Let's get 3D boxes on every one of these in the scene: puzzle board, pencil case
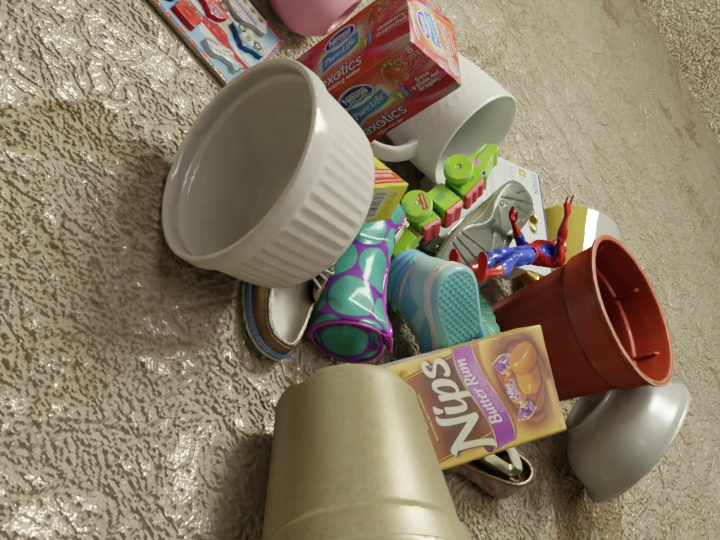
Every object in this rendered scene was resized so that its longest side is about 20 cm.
[{"bbox_3d":[-0.176,-0.307,0.944,0.200,0.017,0.151,48,38,-20],"label":"puzzle board"},{"bbox_3d":[0.000,0.000,0.902,0.085,0.092,0.201,85,11,-50],"label":"pencil case"}]

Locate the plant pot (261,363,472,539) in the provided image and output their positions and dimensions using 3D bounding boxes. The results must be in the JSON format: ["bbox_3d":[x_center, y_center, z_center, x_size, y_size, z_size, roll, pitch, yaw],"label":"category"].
[{"bbox_3d":[-0.003,0.191,0.711,0.200,0.200,0.184,33,33,-35],"label":"plant pot"}]

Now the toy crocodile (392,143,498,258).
[{"bbox_3d":[0.106,-0.084,1.043,0.200,0.068,0.062,-42,67,-18],"label":"toy crocodile"}]

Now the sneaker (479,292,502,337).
[{"bbox_3d":[0.132,0.093,1.039,0.074,0.088,0.201,14,33,-36],"label":"sneaker"}]

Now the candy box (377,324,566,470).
[{"bbox_3d":[0.109,0.138,0.883,0.198,0.056,0.118,-13,87,-18],"label":"candy box"}]

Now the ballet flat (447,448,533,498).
[{"bbox_3d":[0.128,0.200,0.951,0.199,0.067,0.069,33,45,-34],"label":"ballet flat"}]

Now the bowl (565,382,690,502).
[{"bbox_3d":[0.344,0.207,1.136,0.090,0.201,0.201,39,37,2],"label":"bowl"}]

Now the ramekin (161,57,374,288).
[{"bbox_3d":[-0.078,-0.080,0.765,0.105,0.199,0.202,31,46,-42],"label":"ramekin"}]

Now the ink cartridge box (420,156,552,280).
[{"bbox_3d":[0.174,-0.087,1.179,0.199,0.043,0.198,21,51,-25],"label":"ink cartridge box"}]

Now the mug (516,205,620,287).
[{"bbox_3d":[0.290,0.006,1.250,0.150,0.185,0.154,85,17,-55],"label":"mug"}]

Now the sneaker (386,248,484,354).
[{"bbox_3d":[0.081,0.063,0.978,0.079,0.130,0.202,-21,121,-28],"label":"sneaker"}]

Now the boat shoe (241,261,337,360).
[{"bbox_3d":[-0.065,-0.007,0.838,0.072,0.072,0.201,34,44,-33],"label":"boat shoe"}]

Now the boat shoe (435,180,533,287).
[{"bbox_3d":[0.148,-0.037,1.066,0.074,0.065,0.202,45,59,-11],"label":"boat shoe"}]

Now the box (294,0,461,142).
[{"bbox_3d":[0.008,-0.222,0.960,0.095,0.199,0.100,29,47,-40],"label":"box"}]

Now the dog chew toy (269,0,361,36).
[{"bbox_3d":[-0.087,-0.389,1.027,0.200,0.124,0.125,48,37,-6],"label":"dog chew toy"}]

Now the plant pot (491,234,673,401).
[{"bbox_3d":[0.272,0.085,1.095,0.200,0.194,0.202,30,46,-37],"label":"plant pot"}]

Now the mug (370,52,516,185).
[{"bbox_3d":[0.073,-0.209,1.090,0.199,0.148,0.175,-32,65,-25],"label":"mug"}]

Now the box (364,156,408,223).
[{"bbox_3d":[-0.047,-0.126,0.883,0.200,0.050,0.075,43,29,25],"label":"box"}]

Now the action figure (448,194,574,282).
[{"bbox_3d":[0.193,-0.043,1.006,0.199,0.065,0.100,-5,101,-45],"label":"action figure"}]
